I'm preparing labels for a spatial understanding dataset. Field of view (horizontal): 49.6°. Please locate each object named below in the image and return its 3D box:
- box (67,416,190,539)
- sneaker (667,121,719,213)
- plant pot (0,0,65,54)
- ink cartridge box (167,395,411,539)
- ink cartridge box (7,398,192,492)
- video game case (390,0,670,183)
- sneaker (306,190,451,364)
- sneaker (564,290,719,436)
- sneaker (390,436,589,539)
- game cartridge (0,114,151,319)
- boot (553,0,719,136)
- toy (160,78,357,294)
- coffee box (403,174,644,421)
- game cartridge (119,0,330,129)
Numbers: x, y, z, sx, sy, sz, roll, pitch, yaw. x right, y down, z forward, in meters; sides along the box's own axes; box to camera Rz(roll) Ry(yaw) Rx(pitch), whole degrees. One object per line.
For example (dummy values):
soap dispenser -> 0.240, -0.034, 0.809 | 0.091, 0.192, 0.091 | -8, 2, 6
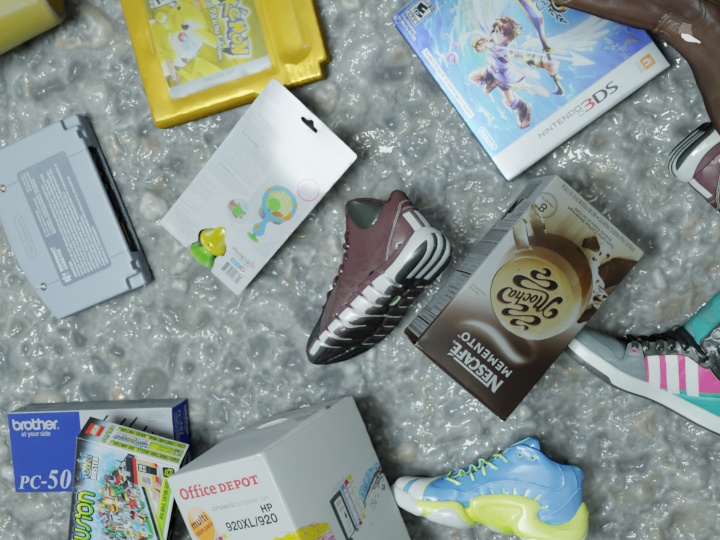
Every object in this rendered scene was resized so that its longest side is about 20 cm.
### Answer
box -> -0.254, 0.256, 0.841 | 0.110, 0.035, 0.200 | 15, 120, -1
sneaker -> 0.393, -0.124, 0.708 | 0.116, 0.076, 0.200 | 47, 112, -2
plant pot -> -0.415, -0.292, 0.787 | 0.188, 0.201, 0.201 | -17, 93, -4
ink cartridge box -> -0.063, 0.251, 0.770 | 0.147, 0.145, 0.200 | -22, 91, 36
ink cartridge box -> -0.292, 0.198, 0.879 | 0.199, 0.044, 0.094 | -3, 94, 11
video game case -> 0.159, -0.218, 0.750 | 0.181, 0.045, 0.200 | -36, 88, 11
sneaker -> 0.000, 0.000, 0.793 | 0.200, 0.076, 0.116 | -46, 57, 28
sneaker -> 0.298, 0.066, 0.731 | 0.200, 0.084, 0.121 | 25, 105, 0
sneaker -> 0.134, 0.214, 0.797 | 0.199, 0.076, 0.105 | 11, 80, 10
game cartridge -> -0.327, -0.055, 0.865 | 0.133, 0.040, 0.200 | -21, 92, 9
boot -> 0.242, -0.205, 0.661 | 0.200, 0.064, 0.187 | 17, 55, -16
toy -> -0.105, -0.085, 0.814 | 0.115, 0.047, 0.200 | 43, 105, 1
coffee box -> 0.148, 0.023, 0.731 | 0.113, 0.080, 0.200 | 40, 89, -6
game cartridge -> -0.144, -0.259, 0.810 | 0.200, 0.032, 0.177 | -15, 93, 13
